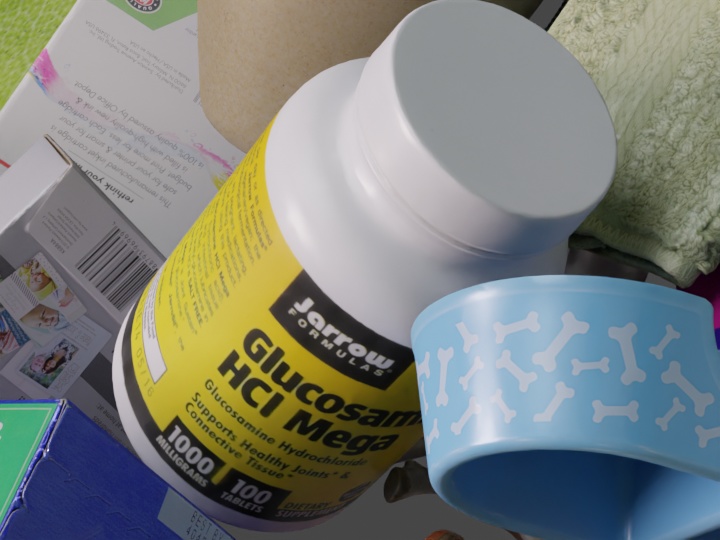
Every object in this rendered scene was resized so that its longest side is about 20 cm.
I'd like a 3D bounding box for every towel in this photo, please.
[{"bbox_3d":[0.127,-0.086,0.785,0.148,0.037,0.200,21,69,50],"label":"towel"}]

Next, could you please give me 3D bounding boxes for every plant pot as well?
[{"bbox_3d":[0.007,-0.144,0.926,0.188,0.186,0.201,-117,42,-52],"label":"plant pot"}]

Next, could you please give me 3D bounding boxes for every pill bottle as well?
[{"bbox_3d":[0.000,0.000,0.758,0.200,0.112,0.113,-49,23,46],"label":"pill bottle"}]

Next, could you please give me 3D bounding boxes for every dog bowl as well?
[{"bbox_3d":[0.108,0.058,0.682,0.111,0.199,0.050,-37,42,57],"label":"dog bowl"}]

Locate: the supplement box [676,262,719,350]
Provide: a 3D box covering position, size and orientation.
[{"bbox_3d":[0.179,-0.029,0.794,0.101,0.103,0.201,-19,44,28],"label":"supplement box"}]

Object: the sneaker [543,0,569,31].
[{"bbox_3d":[0.086,-0.078,0.907,0.091,0.078,0.200,-12,25,8],"label":"sneaker"}]

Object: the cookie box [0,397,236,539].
[{"bbox_3d":[-0.131,0.117,0.761,0.199,0.171,0.076,-5,53,39],"label":"cookie box"}]

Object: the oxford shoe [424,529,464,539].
[{"bbox_3d":[0.030,0.184,0.757,0.072,0.071,0.201,2,57,19],"label":"oxford shoe"}]

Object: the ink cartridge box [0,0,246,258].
[{"bbox_3d":[-0.120,-0.045,1.052,0.201,0.117,0.067,-59,6,-22],"label":"ink cartridge box"}]

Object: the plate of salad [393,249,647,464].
[{"bbox_3d":[0.032,0.015,0.918,0.199,0.048,0.201,-20,35,15],"label":"plate of salad"}]

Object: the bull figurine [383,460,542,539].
[{"bbox_3d":[0.082,0.119,0.739,0.065,0.121,0.200,-62,22,23],"label":"bull figurine"}]

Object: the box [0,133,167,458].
[{"bbox_3d":[-0.155,0.064,0.952,0.200,0.156,0.041,-45,35,-3],"label":"box"}]
